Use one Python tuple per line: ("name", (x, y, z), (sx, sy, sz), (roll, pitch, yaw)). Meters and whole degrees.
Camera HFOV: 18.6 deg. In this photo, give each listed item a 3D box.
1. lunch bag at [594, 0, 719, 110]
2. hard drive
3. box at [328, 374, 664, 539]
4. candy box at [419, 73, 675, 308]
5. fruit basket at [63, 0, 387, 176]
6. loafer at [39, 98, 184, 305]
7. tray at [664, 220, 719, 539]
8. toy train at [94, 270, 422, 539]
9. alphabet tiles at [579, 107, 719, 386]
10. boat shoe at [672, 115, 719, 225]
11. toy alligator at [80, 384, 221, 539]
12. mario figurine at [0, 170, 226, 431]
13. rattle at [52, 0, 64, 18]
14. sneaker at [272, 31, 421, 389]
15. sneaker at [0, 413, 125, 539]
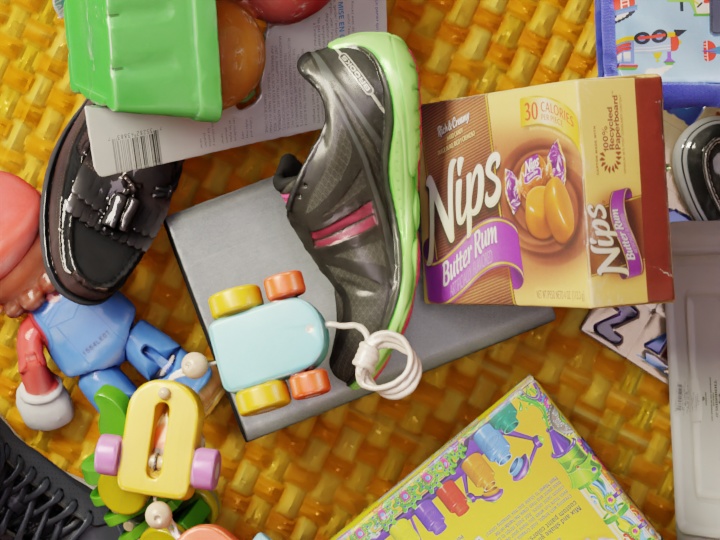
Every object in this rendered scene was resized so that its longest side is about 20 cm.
("lunch bag", (0.206, -0.147, 1.225), (0.149, 0.095, 0.201), (-1, 44, 4))
("hard drive", (0.000, 0.000, 1.300), (0.198, 0.033, 0.141), (-21, 87, -9))
("box", (0.082, 0.198, 1.261), (0.199, 0.122, 0.193), (-38, 86, 2))
("candy box", (0.095, -0.040, 1.189), (0.056, 0.200, 0.118), (-5, 92, -24))
("fruit basket", (-0.073, -0.162, 1.232), (0.199, 0.093, 0.187), (-18, 114, -35))
("loafer", (-0.132, -0.078, 1.275), (0.072, 0.063, 0.202), (28, 62, -25))
("tray", (0.208, 0.072, 1.262), (0.022, 0.107, 0.202), (-4, 91, -32))
("toy train", (-0.058, 0.102, 1.212), (0.150, 0.056, 0.201), (34, 88, 10))
("alphabet tiles", (0.202, -0.018, 1.317), (0.199, 0.008, 0.168), (32, 91, 5))
("boat shoe", (0.258, -0.010, 1.273), (0.072, 0.071, 0.200), (-40, 86, 2))
("toy alligator", (-0.108, 0.158, 1.270), (0.054, 0.059, 0.201), (-27, 102, 28))
("mario figurine", (-0.169, 0.019, 1.321), (0.200, 0.106, 0.124), (48, 55, -6))
("rattle", (-0.101, -0.231, 1.256), (0.198, 0.143, 0.131), (-16, 92, -21))
("sneaker", (-0.008, -0.034, 1.238), (0.083, 0.077, 0.202), (1, 99, 1))
("sneaker", (-0.209, 0.135, 1.273), (0.202, 0.146, 0.077), (40, 90, 3))
